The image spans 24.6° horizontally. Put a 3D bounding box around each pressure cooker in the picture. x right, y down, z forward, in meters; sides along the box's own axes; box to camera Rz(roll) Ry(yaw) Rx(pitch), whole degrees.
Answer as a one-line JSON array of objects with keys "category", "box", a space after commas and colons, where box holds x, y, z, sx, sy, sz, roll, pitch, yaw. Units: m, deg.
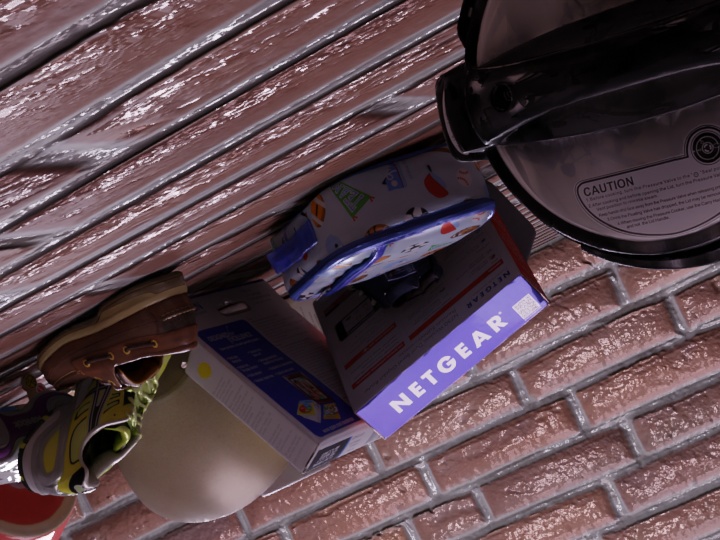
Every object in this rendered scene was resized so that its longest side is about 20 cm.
[{"category": "pressure cooker", "box": [0.139, -0.094, 0.748, 0.177, 0.178, 0.200, -59, 163, 18]}]

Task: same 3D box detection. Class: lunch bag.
[{"category": "lunch bag", "box": [0.010, -0.034, 1.333, 0.159, 0.076, 0.200, -21, 173, -21]}]

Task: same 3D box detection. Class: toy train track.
[{"category": "toy train track", "box": [-0.330, 0.121, 1.529, 0.114, 0.033, 0.199, -29, 167, 35]}]

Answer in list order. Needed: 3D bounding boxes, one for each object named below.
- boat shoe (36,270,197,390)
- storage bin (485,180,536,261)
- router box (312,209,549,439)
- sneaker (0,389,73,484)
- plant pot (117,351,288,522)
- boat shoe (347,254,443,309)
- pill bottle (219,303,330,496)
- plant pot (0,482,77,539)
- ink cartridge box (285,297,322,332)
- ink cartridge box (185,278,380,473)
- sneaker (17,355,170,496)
[{"category": "boat shoe", "box": [-0.200, 0.066, 1.355, 0.072, 0.068, 0.199, -20, 173, -45]}, {"category": "storage bin", "box": [0.095, -0.007, 1.698, 0.134, 0.146, 0.200, -42, -171, 25]}, {"category": "router box", "box": [0.059, 0.030, 1.535, 0.200, 0.049, 0.180, -40, -145, 12]}, {"category": "sneaker", "box": [-0.326, 0.160, 1.447, 0.199, 0.075, 0.100, 3, 138, -51]}, {"category": "plant pot", "box": [-0.169, 0.122, 1.605, 0.199, 0.202, 0.135, -25, 138, 6]}, {"category": "boat shoe", "box": [0.000, 0.000, 1.519, 0.074, 0.094, 0.200, -22, 174, -31]}, {"category": "pill bottle", "box": [-0.110, 0.139, 1.812, 0.111, 0.202, 0.112, -24, 176, -2]}, {"category": "plant pot", "box": [-0.391, 0.247, 1.709, 0.199, 0.202, 0.177, -20, 163, -47]}, {"category": "ink cartridge box", "box": [-0.110, 0.094, 2.038, 0.198, 0.088, 0.145, -23, 176, -8]}, {"category": "ink cartridge box", "box": [-0.075, 0.095, 1.541, 0.047, 0.199, 0.197, -59, 161, 19]}, {"category": "sneaker", "box": [-0.212, 0.122, 1.447, 0.076, 0.076, 0.201, 11, -127, 33]}]
